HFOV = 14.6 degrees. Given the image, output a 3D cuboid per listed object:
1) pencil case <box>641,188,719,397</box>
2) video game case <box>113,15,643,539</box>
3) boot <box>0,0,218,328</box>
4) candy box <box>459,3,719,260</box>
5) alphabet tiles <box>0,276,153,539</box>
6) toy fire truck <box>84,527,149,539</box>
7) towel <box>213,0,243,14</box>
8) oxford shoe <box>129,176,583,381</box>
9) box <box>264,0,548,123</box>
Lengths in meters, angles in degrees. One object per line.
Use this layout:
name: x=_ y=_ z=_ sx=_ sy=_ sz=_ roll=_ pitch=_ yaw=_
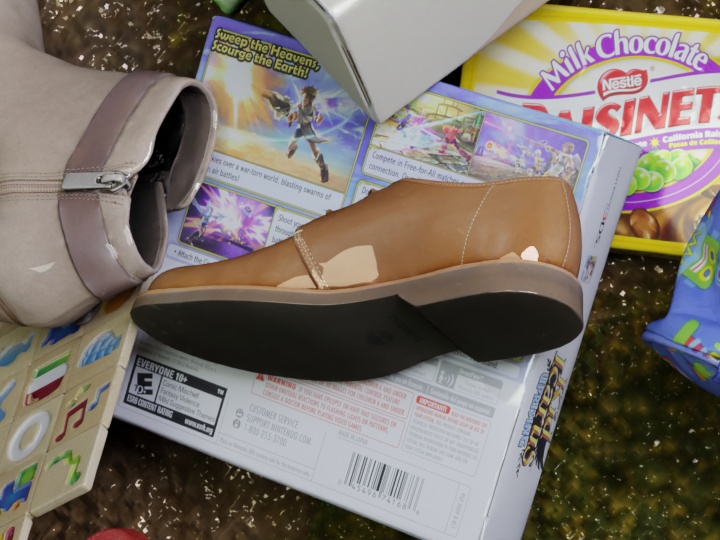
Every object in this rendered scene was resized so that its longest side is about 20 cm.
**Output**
pencil case: x=0.181 y=-0.041 z=1.102 sx=0.078 sy=0.087 sz=0.201 roll=23 pitch=94 yaw=2
video game case: x=0.001 y=0.005 z=1.192 sx=0.199 sy=0.045 sz=0.182 roll=19 pitch=95 yaw=29
boot: x=-0.127 y=-0.064 z=1.228 sx=0.146 sy=0.070 sz=0.201 roll=-9 pitch=61 yaw=34
candy box: x=0.135 y=-0.056 z=1.180 sx=0.199 sy=0.026 sz=0.103 roll=7 pitch=84 yaw=21
alphabet tiles: x=-0.158 y=0.072 z=1.201 sx=0.166 sy=0.006 sz=0.201 roll=-29 pitch=33 yaw=34
toy fire truck: x=-0.134 y=0.216 z=1.197 sx=0.200 sy=0.112 sz=0.168 roll=-41 pitch=79 yaw=10
towel: x=-0.056 y=-0.237 z=1.279 sx=0.149 sy=0.031 sz=0.200 roll=37 pitch=95 yaw=22
oxford shoe: x=0.000 y=0.000 z=1.139 sx=0.199 sy=0.071 sz=0.072 roll=-6 pitch=61 yaw=24
box: x=0.052 y=-0.163 z=1.161 sx=0.200 sy=0.078 sz=0.095 roll=-36 pitch=54 yaw=-7
